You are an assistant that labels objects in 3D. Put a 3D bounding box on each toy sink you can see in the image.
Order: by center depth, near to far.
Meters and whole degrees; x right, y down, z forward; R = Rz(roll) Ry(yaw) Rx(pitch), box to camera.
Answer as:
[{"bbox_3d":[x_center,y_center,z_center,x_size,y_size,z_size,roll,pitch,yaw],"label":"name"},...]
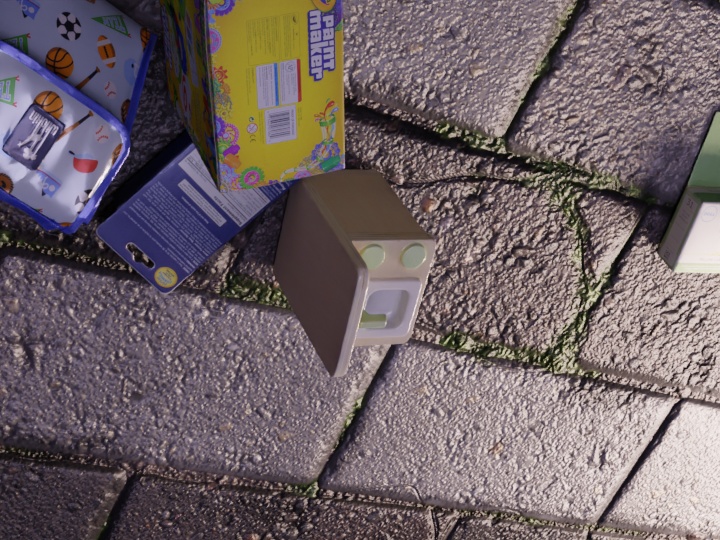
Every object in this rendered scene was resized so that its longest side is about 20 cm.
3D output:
[{"bbox_3d":[0.000,0.000,1.351,0.111,0.200,0.132,-1,123,-24],"label":"toy sink"}]

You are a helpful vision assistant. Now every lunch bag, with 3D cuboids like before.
[{"bbox_3d":[-0.277,-0.152,1.097,0.123,0.202,0.169,-15,142,41],"label":"lunch bag"}]

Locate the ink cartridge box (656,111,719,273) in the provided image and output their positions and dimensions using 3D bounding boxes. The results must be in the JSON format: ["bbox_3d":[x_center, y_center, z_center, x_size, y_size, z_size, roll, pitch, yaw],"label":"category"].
[{"bbox_3d":[0.468,-0.092,1.617,0.144,0.048,0.202,1,124,-26],"label":"ink cartridge box"}]

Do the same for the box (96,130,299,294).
[{"bbox_3d":[-0.164,-0.077,1.326,0.200,0.032,0.121,-41,130,3],"label":"box"}]

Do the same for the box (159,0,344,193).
[{"bbox_3d":[-0.101,-0.211,1.158,0.121,0.193,0.202,-13,128,-17],"label":"box"}]
